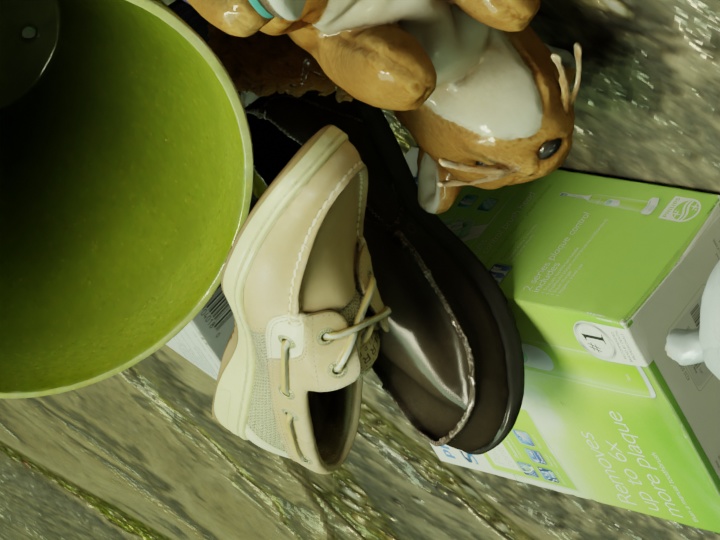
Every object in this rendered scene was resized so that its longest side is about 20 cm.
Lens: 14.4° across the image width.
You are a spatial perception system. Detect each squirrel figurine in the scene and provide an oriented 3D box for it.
[{"bbox_3d":[0.009,-0.116,1.196,0.187,0.142,0.200,43,171,-33],"label":"squirrel figurine"}]

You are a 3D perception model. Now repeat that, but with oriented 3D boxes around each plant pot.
[{"bbox_3d":[-0.158,-0.074,1.224,0.187,0.187,0.200,55,-177,-30],"label":"plant pot"}]

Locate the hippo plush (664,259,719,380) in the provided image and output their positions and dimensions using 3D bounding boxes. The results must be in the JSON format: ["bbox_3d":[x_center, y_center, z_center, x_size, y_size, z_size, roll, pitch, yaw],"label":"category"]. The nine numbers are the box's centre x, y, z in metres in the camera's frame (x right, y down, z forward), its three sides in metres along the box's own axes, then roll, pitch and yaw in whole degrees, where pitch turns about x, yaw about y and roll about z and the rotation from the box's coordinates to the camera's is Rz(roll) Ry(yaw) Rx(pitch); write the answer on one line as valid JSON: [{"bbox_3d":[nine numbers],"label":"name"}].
[{"bbox_3d":[0.205,-0.008,1.031,0.200,0.161,0.159,47,154,-17],"label":"hippo plush"}]

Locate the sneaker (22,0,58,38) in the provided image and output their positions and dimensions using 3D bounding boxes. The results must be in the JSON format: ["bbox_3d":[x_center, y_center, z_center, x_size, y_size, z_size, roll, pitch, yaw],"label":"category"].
[{"bbox_3d":[-0.187,-0.189,1.331,0.200,0.077,0.089,39,141,-8],"label":"sneaker"}]

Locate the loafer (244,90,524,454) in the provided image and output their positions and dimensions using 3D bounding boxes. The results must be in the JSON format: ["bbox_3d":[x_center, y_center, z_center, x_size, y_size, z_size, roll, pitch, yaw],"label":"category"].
[{"bbox_3d":[0.000,0.000,1.271,0.200,0.071,0.073,58,135,20],"label":"loafer"}]

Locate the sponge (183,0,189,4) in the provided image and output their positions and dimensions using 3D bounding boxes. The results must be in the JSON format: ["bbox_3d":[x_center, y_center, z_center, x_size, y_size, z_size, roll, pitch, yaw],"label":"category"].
[{"bbox_3d":[-0.138,-0.197,1.347,0.200,0.030,0.112,27,151,28],"label":"sponge"}]

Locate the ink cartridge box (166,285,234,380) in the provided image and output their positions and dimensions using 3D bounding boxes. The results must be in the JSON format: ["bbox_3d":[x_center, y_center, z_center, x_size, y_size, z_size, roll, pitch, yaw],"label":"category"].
[{"bbox_3d":[-0.131,-0.025,1.462,0.200,0.050,0.109,34,164,33],"label":"ink cartridge box"}]

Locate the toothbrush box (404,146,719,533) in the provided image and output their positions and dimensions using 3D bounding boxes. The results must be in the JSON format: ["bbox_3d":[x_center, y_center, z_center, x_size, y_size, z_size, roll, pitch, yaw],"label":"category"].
[{"bbox_3d":[0.099,0.031,1.335,0.200,0.086,0.146,14,144,46],"label":"toothbrush box"}]

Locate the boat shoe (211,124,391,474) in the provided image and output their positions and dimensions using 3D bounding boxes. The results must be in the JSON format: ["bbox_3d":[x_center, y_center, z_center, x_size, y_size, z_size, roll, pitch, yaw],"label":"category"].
[{"bbox_3d":[-0.017,0.017,1.196,0.065,0.072,0.200,34,145,15],"label":"boat shoe"}]

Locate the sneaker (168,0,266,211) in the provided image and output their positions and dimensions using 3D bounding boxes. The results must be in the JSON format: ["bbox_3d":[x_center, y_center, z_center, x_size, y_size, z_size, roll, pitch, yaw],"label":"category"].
[{"bbox_3d":[-0.092,-0.072,1.437,0.085,0.074,0.200,30,154,21],"label":"sneaker"}]

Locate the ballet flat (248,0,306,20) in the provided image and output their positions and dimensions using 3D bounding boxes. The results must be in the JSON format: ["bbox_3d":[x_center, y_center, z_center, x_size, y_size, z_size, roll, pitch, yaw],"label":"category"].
[{"bbox_3d":[-0.031,-0.181,1.074,0.069,0.069,0.200,73,-177,-50],"label":"ballet flat"}]
